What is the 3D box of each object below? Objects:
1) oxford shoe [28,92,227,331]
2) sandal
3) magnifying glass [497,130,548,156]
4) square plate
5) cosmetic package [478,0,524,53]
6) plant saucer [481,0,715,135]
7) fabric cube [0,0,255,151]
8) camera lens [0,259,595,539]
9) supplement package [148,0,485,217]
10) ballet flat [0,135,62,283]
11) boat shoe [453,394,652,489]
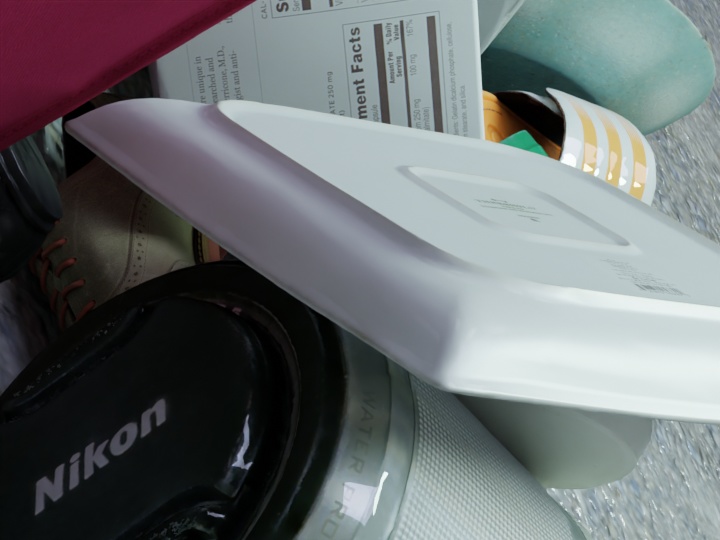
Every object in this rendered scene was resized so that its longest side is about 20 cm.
[{"bbox_3d":[-0.085,0.013,0.938,0.075,0.071,0.200,23,35,-16],"label":"oxford shoe"},{"bbox_3d":[0.115,-0.041,1.273,0.206,0.059,0.079,30,34,-44],"label":"sandal"},{"bbox_3d":[0.000,0.000,1.047,0.200,0.080,0.022,-36,85,-39],"label":"magnifying glass"},{"bbox_3d":[0.044,-0.006,0.808,0.200,0.029,0.198,7,17,-39],"label":"square plate"},{"bbox_3d":[-0.001,-0.159,1.146,0.165,0.165,0.200,39,18,-2],"label":"cosmetic package"},{"bbox_3d":[0.069,-0.099,1.328,0.201,0.200,0.039,40,60,-46],"label":"plant saucer"},{"bbox_3d":[-0.158,-0.133,0.730,0.200,0.196,0.200,65,18,8],"label":"fabric cube"},{"bbox_3d":[-0.016,0.106,0.803,0.200,0.160,0.160,46,24,-37],"label":"camera lens"},{"bbox_3d":[-0.028,-0.147,0.931,0.156,0.110,0.201,-104,-172,-57],"label":"supplement package"},{"bbox_3d":[-0.159,-0.081,0.889,0.200,0.057,0.066,61,6,23],"label":"ballet flat"},{"bbox_3d":[0.029,0.023,0.888,0.072,0.069,0.200,35,-17,-24],"label":"boat shoe"}]
